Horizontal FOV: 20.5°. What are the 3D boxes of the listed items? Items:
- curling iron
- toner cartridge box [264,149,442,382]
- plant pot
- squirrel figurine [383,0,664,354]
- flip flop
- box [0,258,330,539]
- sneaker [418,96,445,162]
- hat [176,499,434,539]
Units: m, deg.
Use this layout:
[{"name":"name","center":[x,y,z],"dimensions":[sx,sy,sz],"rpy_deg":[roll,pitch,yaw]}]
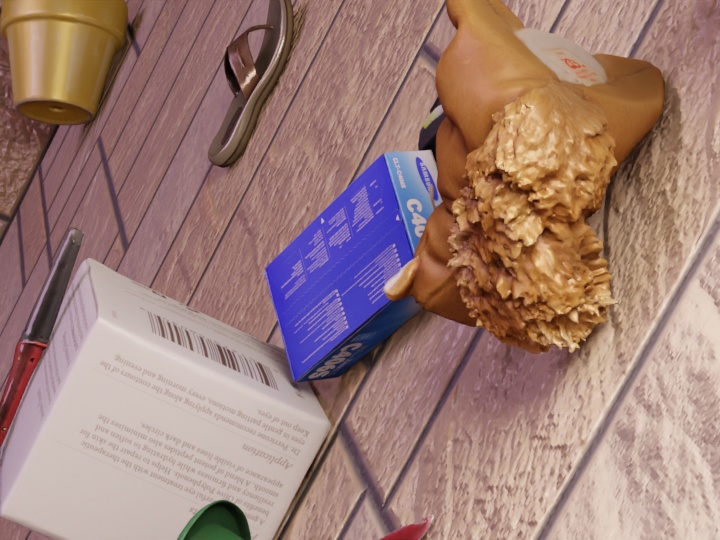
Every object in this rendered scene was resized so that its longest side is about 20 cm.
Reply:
[{"name":"curling iron","center":[-0.260,0.060,1.540],"dimensions":[0.201,0.025,0.050],"rpy_deg":[-63,-23,-3]},{"name":"toner cartridge box","center":[0.000,0.000,1.437],"dimensions":[0.200,0.043,0.096],"rpy_deg":[-41,61,53]},{"name":"plant pot","center":[-0.474,-0.339,3.146],"dimensions":[0.200,0.199,0.191],"rpy_deg":[155,121,-64]},{"name":"squirrel figurine","center":[0.083,-0.036,1.163],"dimensions":[0.201,0.140,0.188],"rpy_deg":[-90,24,-59]},{"name":"flip flop","center":[-0.125,-0.210,2.130],"dimensions":[0.202,0.057,0.081],"rpy_deg":[-65,17,0]},{"name":"box","center":[-0.157,0.124,1.536],"dimensions":[0.172,0.198,0.200],"rpy_deg":[-63,15,7]},{"name":"sneaker","center":[0.093,-0.127,1.353],"dimensions":[0.200,0.071,0.083],"rpy_deg":[-25,41,64]},{"name":"hat","center":[-0.037,0.249,1.321],"dimensions":[0.200,0.174,0.167],"rpy_deg":[60,-136,-64]}]
